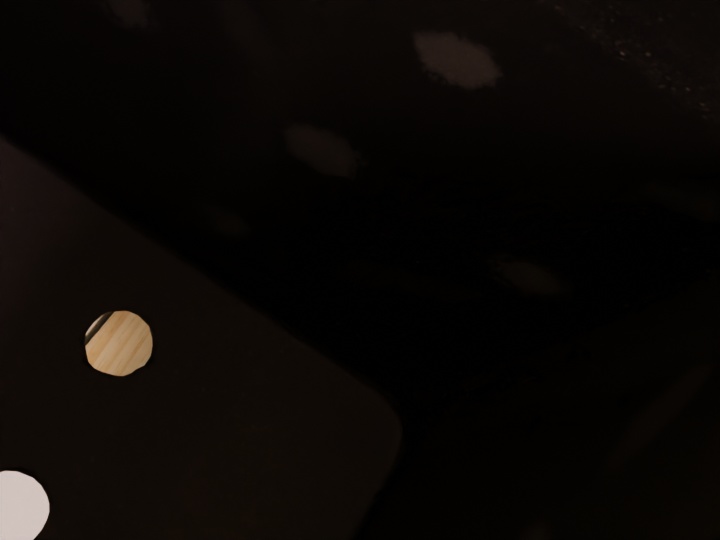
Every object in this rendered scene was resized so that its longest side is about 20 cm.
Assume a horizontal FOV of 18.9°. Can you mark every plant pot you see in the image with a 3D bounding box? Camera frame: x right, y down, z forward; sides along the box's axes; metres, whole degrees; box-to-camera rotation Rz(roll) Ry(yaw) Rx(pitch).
[{"bbox_3d":[-0.049,0.034,0.360,0.201,0.199,0.177,-59,-173,-19],"label":"plant pot"}]

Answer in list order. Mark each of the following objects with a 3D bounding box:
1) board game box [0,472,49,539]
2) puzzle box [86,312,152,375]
[{"bbox_3d":[-0.084,0.136,0.619,0.200,0.026,0.201,1,85,-65],"label":"board game box"},{"bbox_3d":[-0.099,0.049,0.923,0.200,0.025,0.133,-55,174,-49],"label":"puzzle box"}]
